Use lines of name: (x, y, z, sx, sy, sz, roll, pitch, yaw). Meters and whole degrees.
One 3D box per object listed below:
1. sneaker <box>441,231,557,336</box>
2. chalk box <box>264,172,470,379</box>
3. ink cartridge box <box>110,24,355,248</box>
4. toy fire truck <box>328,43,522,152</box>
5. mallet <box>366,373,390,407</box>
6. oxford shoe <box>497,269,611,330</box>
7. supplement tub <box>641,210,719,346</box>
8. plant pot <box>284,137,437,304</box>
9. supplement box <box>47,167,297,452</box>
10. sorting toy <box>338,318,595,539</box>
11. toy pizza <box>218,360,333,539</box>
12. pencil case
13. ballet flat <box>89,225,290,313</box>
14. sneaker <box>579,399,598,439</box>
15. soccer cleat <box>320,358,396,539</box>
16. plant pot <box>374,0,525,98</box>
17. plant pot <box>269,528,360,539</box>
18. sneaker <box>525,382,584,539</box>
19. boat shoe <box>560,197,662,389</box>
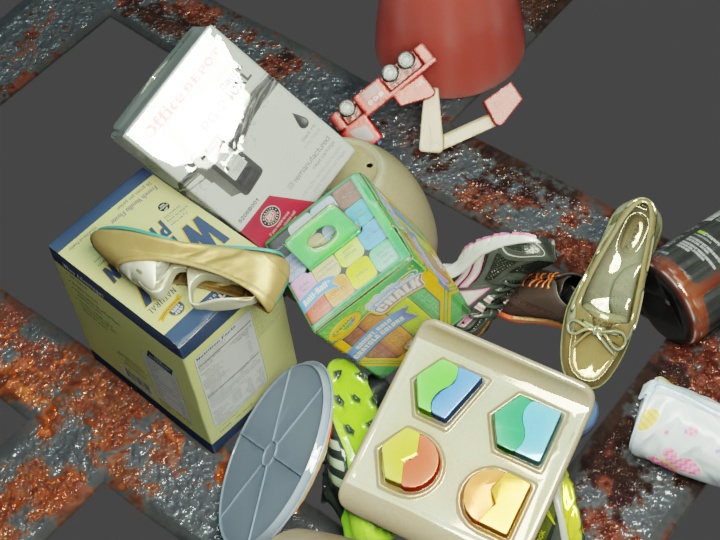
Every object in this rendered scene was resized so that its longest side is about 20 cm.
sneaker: (0.128, 0.024, 1.450, 0.080, 0.200, 0.087, 5, 67, -44)
chalk box: (0.000, 0.000, 1.363, 0.124, 0.200, 0.124, -37, 57, 10)
ink cartridge box: (-0.131, -0.131, 1.399, 0.146, 0.200, 0.083, -53, 18, -5)
toy fire truck: (0.077, -0.192, 1.645, 0.200, 0.049, 0.141, -38, 93, 6)
mallet: (0.053, 0.183, 1.399, 0.066, 0.041, 0.200, -39, 63, -17)
oxford shoe: (0.199, 0.019, 1.481, 0.199, 0.073, 0.071, 19, 57, 19)
supplement tub: (0.395, -0.010, 1.462, 0.199, 0.107, 0.107, -30, 56, -16)
plant pot: (-0.015, -0.069, 1.532, 0.199, 0.135, 0.201, -2, 53, 3)
supplement box: (-0.188, 0.042, 1.424, 0.200, 0.200, 0.134, 33, 62, 27)
sorting toy: (0.098, 0.163, 1.281, 0.184, 0.036, 0.201, 23, 76, 16)
toy pizza: (-0.076, 0.184, 1.339, 0.032, 0.200, 0.201, 28, 51, -22)
pencil case: (0.362, 0.173, 1.338, 0.199, 0.091, 0.083, 20, 58, 20)
ballet flat: (-0.166, 0.001, 1.288, 0.199, 0.069, 0.063, 7, 68, 12)
sneaker: (0.144, 0.124, 1.403, 0.199, 0.082, 0.074, 11, 53, 11)
soccer cleat: (-0.014, 0.185, 1.362, 0.067, 0.081, 0.201, 10, 55, -36)
plant pot: (0.106, -0.344, 1.699, 0.199, 0.178, 0.201, -3, 53, 4)
plant pot: (-0.017, 0.318, 1.223, 0.173, 0.201, 0.200, 22, 57, 39)
sneaker: (0.157, 0.185, 1.329, 0.084, 0.074, 0.201, -15, 78, 4)
boat shoe: (0.253, 0.023, 1.391, 0.073, 0.063, 0.202, 24, 91, 12)
